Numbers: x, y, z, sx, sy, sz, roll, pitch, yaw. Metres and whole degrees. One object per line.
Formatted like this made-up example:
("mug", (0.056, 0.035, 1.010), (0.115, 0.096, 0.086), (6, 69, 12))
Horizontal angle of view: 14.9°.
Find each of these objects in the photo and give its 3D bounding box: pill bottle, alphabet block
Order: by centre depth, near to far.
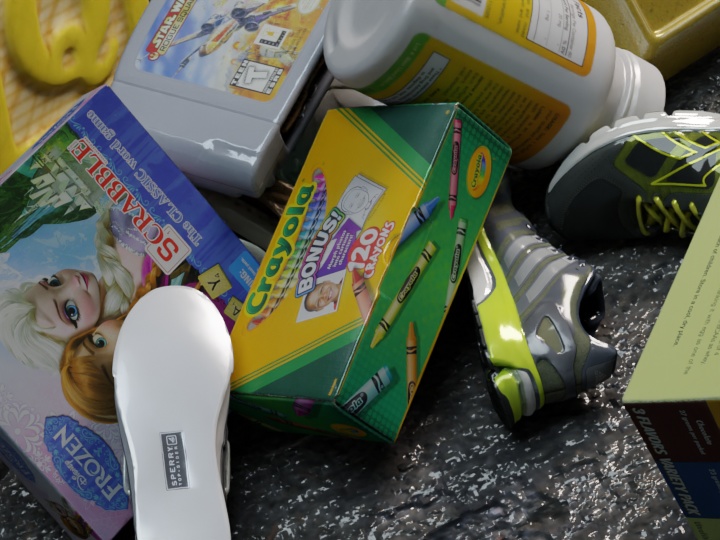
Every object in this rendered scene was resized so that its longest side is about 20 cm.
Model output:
("pill bottle", (0.087, -0.129, 1.696), (0.111, 0.199, 0.111), (-43, 34, 39))
("alphabet block", (-0.282, -0.190, 1.906), (0.199, 0.196, 0.196), (9, 31, 33))

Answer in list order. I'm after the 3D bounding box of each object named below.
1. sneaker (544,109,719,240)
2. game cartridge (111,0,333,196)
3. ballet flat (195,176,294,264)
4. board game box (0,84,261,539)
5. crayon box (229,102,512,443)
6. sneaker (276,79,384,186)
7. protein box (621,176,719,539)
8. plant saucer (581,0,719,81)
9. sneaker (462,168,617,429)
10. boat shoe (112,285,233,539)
("sneaker", (0.208, -0.051, 1.657), (0.199, 0.075, 0.085), (-16, 47, 13))
("game cartridge", (-0.077, -0.144, 1.744), (0.133, 0.042, 0.201), (17, 64, 22))
("ballet flat", (-0.091, -0.042, 1.752), (0.200, 0.068, 0.072), (34, 45, 19))
("board game box", (-0.159, 0.027, 1.647), (0.200, 0.200, 0.041), (-47, 14, -26))
("crayon box", (0.000, 0.000, 1.640), (0.118, 0.058, 0.201), (1, 63, 49))
("sneaker", (-0.043, -0.078, 1.816), (0.199, 0.070, 0.081), (-4, 59, 24))
("protein box", (0.279, 0.041, 1.453), (0.199, 0.135, 0.199), (-4, 42, 35))
("plant saucer", (0.202, -0.237, 1.770), (0.199, 0.201, 0.048), (-32, 11, -12))
("sneaker", (0.104, 0.010, 1.651), (0.080, 0.074, 0.201), (-10, 46, -1))
("boat shoe", (-0.106, 0.107, 1.601), (0.071, 0.068, 0.201), (-4, 60, -9))
